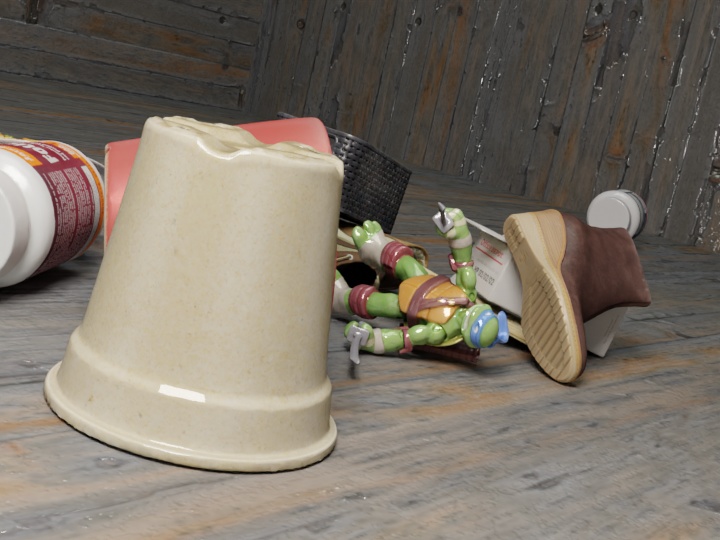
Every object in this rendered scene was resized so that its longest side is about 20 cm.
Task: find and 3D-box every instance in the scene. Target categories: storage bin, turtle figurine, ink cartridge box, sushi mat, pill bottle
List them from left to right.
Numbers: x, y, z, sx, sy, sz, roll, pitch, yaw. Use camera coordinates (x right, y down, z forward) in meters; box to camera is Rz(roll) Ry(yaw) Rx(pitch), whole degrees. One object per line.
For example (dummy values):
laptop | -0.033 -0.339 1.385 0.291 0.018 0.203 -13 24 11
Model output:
pill bottle | -0.299 -0.049 0.908 0.112 0.117 0.200 13 10 3
storage bin | -0.032 -0.123 1.395 0.133 0.095 0.199 21 2 25
turtle figurine | 0.032 0.002 0.987 0.197 0.147 0.192 9 6 -40
sushi mat | 0.120 0.035 1.155 0.197 0.012 0.096 28 10 0
ink cartridge box | 0.187 0.014 1.202 0.197 0.069 0.115 26 6 -16
pill bottle | 0.566 -0.118 2.372 0.118 0.122 0.199 17 11 21

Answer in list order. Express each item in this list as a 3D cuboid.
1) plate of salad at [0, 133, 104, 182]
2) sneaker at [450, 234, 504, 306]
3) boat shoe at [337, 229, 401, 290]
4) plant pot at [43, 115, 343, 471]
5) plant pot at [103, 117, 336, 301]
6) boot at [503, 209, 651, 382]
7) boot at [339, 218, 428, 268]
plate of salad | -0.337 -0.097 1.089 0.196 0.049 0.201 0 -20 0
sneaker | 0.168 -0.006 1.369 0.072 0.086 0.199 19 13 23
boat shoe | -0.004 0.004 1.186 0.200 0.075 0.076 12 42 -47
plant pot | -0.093 0.003 0.699 0.196 0.187 0.201 12 10 -2
plant pot | -0.121 -0.030 0.873 0.174 0.205 0.200 1 13 -14
boot | 0.240 0.025 1.095 0.163 0.073 0.203 7 53 -27
boot | -0.035 -0.042 1.355 0.198 0.067 0.174 22 14 34
